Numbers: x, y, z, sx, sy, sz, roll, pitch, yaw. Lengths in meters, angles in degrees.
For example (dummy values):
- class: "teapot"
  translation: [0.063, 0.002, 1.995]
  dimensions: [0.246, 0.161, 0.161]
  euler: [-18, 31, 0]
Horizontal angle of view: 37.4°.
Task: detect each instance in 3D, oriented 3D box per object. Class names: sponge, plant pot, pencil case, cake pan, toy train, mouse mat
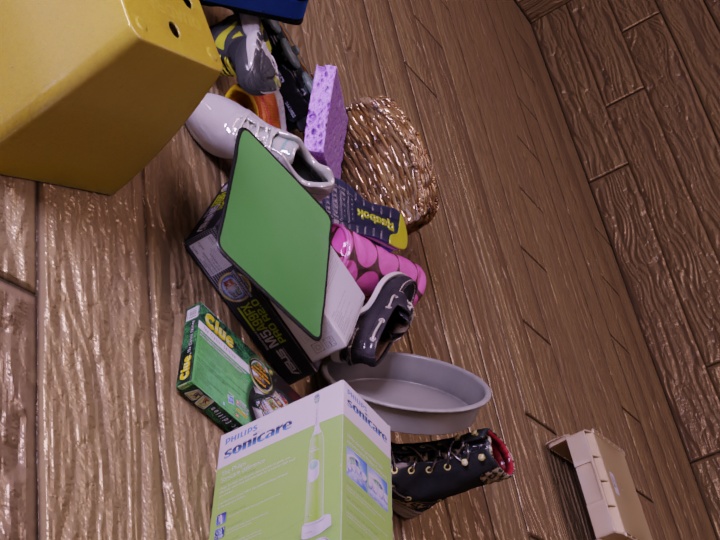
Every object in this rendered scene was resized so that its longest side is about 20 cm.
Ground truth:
- class: "sponge"
  translation: [-0.043, -0.179, 1.386]
  dimensions: [0.200, 0.030, 0.112]
  euler: [73, 24, -79]
- class: "plant pot"
  translation: [-0.242, -0.206, 0.936]
  dimensions: [0.200, 0.176, 0.201]
  euler: [8, 58, -65]
- class: "pencil case"
  translation: [0.000, 0.000, 1.379]
  dimensions: [0.093, 0.091, 0.200]
  euler: [30, 0, 36]
- class: "cake pan"
  translation: [0.051, 0.141, 1.232]
  dimensions: [0.200, 0.199, 0.037]
  euler: [-25, 125, -68]
- class: "toy train"
  translation: [-0.113, -0.281, 1.450]
  dimensions: [0.201, 0.085, 0.114]
  euler: [60, 10, -5]
- class: "mouse mat"
  translation: [-0.083, -0.040, 1.090]
  dimensions: [0.161, 0.008, 0.201]
  euler: [46, 29, -32]

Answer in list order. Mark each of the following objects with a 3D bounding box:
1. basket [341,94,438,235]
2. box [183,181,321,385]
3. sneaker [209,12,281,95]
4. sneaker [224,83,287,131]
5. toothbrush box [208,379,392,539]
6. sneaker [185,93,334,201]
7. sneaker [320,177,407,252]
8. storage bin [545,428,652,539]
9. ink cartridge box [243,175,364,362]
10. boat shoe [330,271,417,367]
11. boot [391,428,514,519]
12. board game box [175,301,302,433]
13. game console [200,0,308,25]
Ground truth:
- class: "basket"
  translation: [0.039, -0.151, 1.555]
  dimensions: [0.201, 0.142, 0.149]
  euler: [66, 23, 4]
- class: "box"
  translation: [-0.103, 0.005, 1.195]
  dimensions: [0.201, 0.044, 0.160]
  euler: [56, 22, -19]
- class: "sneaker"
  translation: [-0.150, -0.258, 1.303]
  dimensions: [0.200, 0.084, 0.075]
  euler: [-103, 170, -58]
- class: "sneaker"
  translation: [-0.117, -0.138, 1.317]
  dimensions: [0.077, 0.073, 0.201]
  euler: [-14, 76, -43]
- class: "toothbrush box"
  translation: [-0.052, 0.218, 0.936]
  dimensions: [0.086, 0.145, 0.201]
  euler: [47, 27, -35]
- class: "sneaker"
  translation: [-0.111, -0.148, 1.232]
  dimensions: [0.200, 0.080, 0.071]
  euler: [33, 68, -18]
- class: "sneaker"
  translation: [-0.025, -0.064, 1.415]
  dimensions: [0.199, 0.082, 0.074]
  euler: [27, 56, -42]
- class: "storage bin"
  translation: [0.424, 0.404, 1.880]
  dimensions: [0.198, 0.093, 0.201]
  euler: [34, 36, -50]
- class: "ink cartridge box"
  translation: [-0.075, -0.013, 1.152]
  dimensions: [0.201, 0.050, 0.109]
  euler: [56, 25, -18]
- class: "boat shoe"
  translation: [0.032, 0.059, 1.292]
  dimensions: [0.200, 0.060, 0.074]
  euler: [-35, 133, -58]
- class: "boot"
  translation: [0.071, 0.211, 1.209]
  dimensions: [0.203, 0.153, 0.074]
  euler: [41, 32, -46]
- class: "board game box"
  translation: [-0.110, 0.130, 1.069]
  dimensions: [0.200, 0.023, 0.105]
  euler: [49, 28, -35]
- class: "game console"
  translation: [-0.156, -0.378, 1.277]
  dimensions: [0.171, 0.199, 0.119]
  euler: [120, -23, -66]
